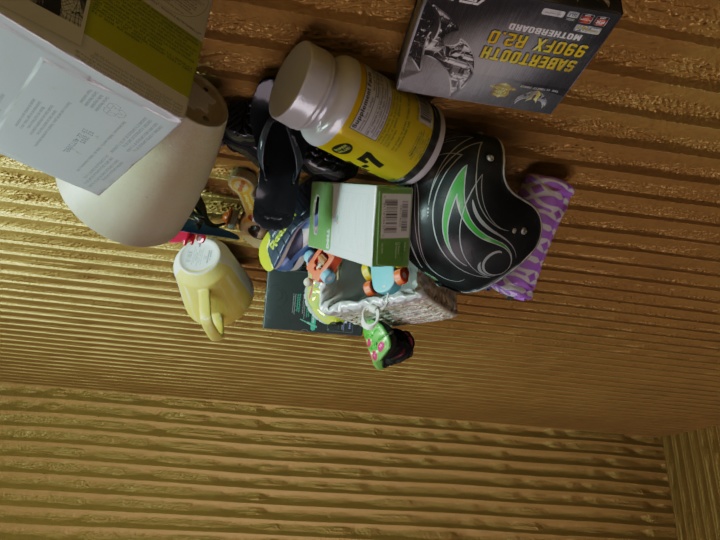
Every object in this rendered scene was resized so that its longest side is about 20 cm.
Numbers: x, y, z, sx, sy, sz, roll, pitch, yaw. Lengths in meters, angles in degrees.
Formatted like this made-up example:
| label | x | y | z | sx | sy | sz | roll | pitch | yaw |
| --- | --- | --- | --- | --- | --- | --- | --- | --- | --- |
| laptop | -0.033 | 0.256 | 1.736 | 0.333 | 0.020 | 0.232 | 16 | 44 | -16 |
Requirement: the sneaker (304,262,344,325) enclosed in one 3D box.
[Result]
| label | x | y | z | sx | sy | sz | roll | pitch | yaw |
| --- | --- | --- | --- | --- | --- | --- | --- | --- | --- |
| sneaker | -0.062 | 0.006 | 1.085 | 0.078 | 0.201 | 0.090 | -2 | 147 | -20 |

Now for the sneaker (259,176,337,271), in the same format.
| label | x | y | z | sx | sy | sz | roll | pitch | yaw |
| --- | --- | --- | --- | --- | --- | --- | --- | --- | --- |
| sneaker | -0.086 | -0.077 | 0.980 | 0.082 | 0.074 | 0.200 | 17 | 123 | -46 |

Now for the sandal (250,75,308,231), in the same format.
| label | x | y | z | sx | sy | sz | roll | pitch | yaw |
| --- | --- | --- | --- | --- | --- | --- | --- | --- | --- |
| sandal | -0.104 | -0.146 | 0.765 | 0.076 | 0.043 | 0.201 | 0 | 112 | -7 |

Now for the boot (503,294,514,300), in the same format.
| label | x | y | z | sx | sy | sz | roll | pitch | yaw |
| --- | --- | --- | --- | --- | --- | --- | --- | --- | --- |
| boot | 0.231 | -0.045 | 1.042 | 0.073 | 0.200 | 0.151 | -38 | 103 | 23 |

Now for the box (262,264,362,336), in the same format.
| label | x | y | z | sx | sy | sz | roll | pitch | yaw |
| --- | --- | --- | --- | --- | --- | --- | --- | --- | --- |
| box | -0.094 | 0.056 | 1.217 | 0.199 | 0.125 | 0.149 | 5 | -175 | -7 |

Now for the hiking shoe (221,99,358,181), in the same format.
| label | x | y | z | sx | sy | sz | roll | pitch | yaw |
| --- | --- | --- | --- | --- | --- | --- | --- | --- | --- |
| hiking shoe | -0.101 | -0.174 | 0.842 | 0.199 | 0.076 | 0.101 | 20 | 161 | -15 |

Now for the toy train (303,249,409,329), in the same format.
| label | x | y | z | sx | sy | sz | roll | pitch | yaw |
| --- | --- | --- | --- | --- | --- | --- | --- | --- | --- |
| toy train | 0.000 | 0.000 | 0.919 | 0.055 | 0.151 | 0.200 | 19 | -163 | -48 |

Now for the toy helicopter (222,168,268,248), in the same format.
| label | x | y | z | sx | sy | sz | roll | pitch | yaw |
| --- | --- | --- | --- | --- | --- | --- | --- | --- | --- |
| toy helicopter | -0.189 | -0.103 | 1.023 | 0.131 | 0.079 | 0.200 | 6 | 147 | 14 |

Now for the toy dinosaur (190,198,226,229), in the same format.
| label | x | y | z | sx | sy | sz | roll | pitch | yaw |
| --- | --- | --- | --- | --- | --- | --- | --- | --- | --- |
| toy dinosaur | -0.299 | -0.124 | 0.953 | 0.199 | 0.103 | 0.077 | 10 | 133 | -39 |

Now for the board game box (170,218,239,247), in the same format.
| label | x | y | z | sx | sy | sz | roll | pitch | yaw |
| --- | --- | --- | --- | --- | --- | --- | --- | --- | --- |
| board game box | -0.308 | -0.062 | 1.012 | 0.157 | 0.039 | 0.200 | 21 | -171 | 36 |

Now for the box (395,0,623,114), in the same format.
| label | x | y | z | sx | sy | sz | roll | pitch | yaw |
| --- | --- | --- | --- | --- | --- | --- | --- | --- | --- |
| box | 0.151 | -0.252 | 0.647 | 0.199 | 0.049 | 0.159 | 7 | 155 | -8 |

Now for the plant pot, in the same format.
| label | x | y | z | sx | sy | sz | roll | pitch | yaw |
| --- | --- | --- | --- | --- | --- | --- | --- | --- | --- |
| plant pot | -0.266 | -0.163 | 0.771 | 0.187 | 0.188 | 0.200 | 22 | 135 | -36 |

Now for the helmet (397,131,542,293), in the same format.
| label | x | y | z | sx | sy | sz | roll | pitch | yaw |
| --- | --- | --- | --- | --- | --- | --- | --- | --- | --- |
| helmet | 0.139 | -0.087 | 0.831 | 0.191 | 0.200 | 0.200 | 47 | 139 | -17 |

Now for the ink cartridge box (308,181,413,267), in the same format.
| label | x | y | z | sx | sy | sz | roll | pitch | yaw |
| --- | --- | --- | --- | --- | --- | --- | --- | --- | --- |
| ink cartridge box | -0.006 | -0.071 | 0.836 | 0.059 | 0.105 | 0.200 | -2 | -170 | -29 |

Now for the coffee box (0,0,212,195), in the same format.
| label | x | y | z | sx | sy | sz | roll | pitch | yaw |
| --- | --- | --- | --- | --- | --- | --- | --- | --- | --- |
| coffee box | -0.284 | -0.228 | 0.564 | 0.199 | 0.199 | 0.199 | -20 | 146 | 41 |

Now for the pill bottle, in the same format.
| label | x | y | z | sx | sy | sz | roll | pitch | yaw |
| --- | --- | --- | --- | --- | --- | --- | --- | --- | --- |
| pill bottle | -0.003 | -0.190 | 0.725 | 0.199 | 0.115 | 0.114 | 19 | 151 | -32 |

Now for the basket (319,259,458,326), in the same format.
| label | x | y | z | sx | sy | sz | roll | pitch | yaw |
| --- | --- | --- | --- | --- | --- | --- | --- | --- | --- |
| basket | 0.051 | -0.010 | 1.024 | 0.199 | 0.199 | 0.161 | -11 | 155 | 28 |

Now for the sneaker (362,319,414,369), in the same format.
| label | x | y | z | sx | sy | sz | roll | pitch | yaw |
| --- | --- | --- | --- | --- | --- | --- | --- | --- | --- |
| sneaker | 0.052 | 0.123 | 1.034 | 0.083 | 0.077 | 0.200 | -18 | 165 | -1 |

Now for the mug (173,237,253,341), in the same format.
| label | x | y | z | sx | sy | sz | roll | pitch | yaw |
| --- | --- | --- | --- | --- | --- | --- | --- | --- | --- |
| mug | -0.293 | 0.024 | 1.189 | 0.149 | 0.187 | 0.153 | -37 | 153 | -18 |

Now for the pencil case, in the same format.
| label | x | y | z | sx | sy | sz | roll | pitch | yaw |
| --- | --- | --- | --- | --- | --- | --- | --- | --- | --- |
| pencil case | 0.262 | -0.049 | 0.914 | 0.085 | 0.201 | 0.084 | 17 | -174 | -37 |
